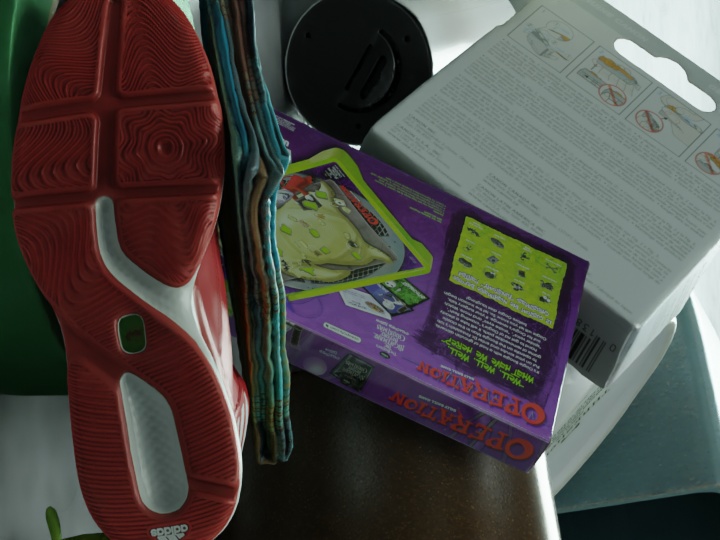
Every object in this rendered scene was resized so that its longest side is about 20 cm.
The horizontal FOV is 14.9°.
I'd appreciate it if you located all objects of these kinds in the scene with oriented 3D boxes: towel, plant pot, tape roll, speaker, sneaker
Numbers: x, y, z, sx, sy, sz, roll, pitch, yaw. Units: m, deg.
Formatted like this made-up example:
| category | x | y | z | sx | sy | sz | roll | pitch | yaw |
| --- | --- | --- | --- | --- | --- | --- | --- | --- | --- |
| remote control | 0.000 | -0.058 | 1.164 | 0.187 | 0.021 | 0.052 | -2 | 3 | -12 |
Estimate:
| category | x | y | z | sx | sy | sz | roll | pitch | yaw |
| --- | --- | --- | --- | --- | --- | --- | --- | --- | --- |
| towel | -0.044 | -0.036 | 1.060 | 0.200 | 0.022 | 0.147 | 90 | -8 | -55 |
| plant pot | 0.128 | 0.071 | 1.616 | 0.196 | 0.195 | 0.201 | 50 | 34 | -64 |
| tape roll | -0.114 | -0.052 | 1.054 | 0.200 | 0.048 | 0.202 | -1 | 90 | -74 |
| speaker | 0.027 | -0.114 | 1.466 | 0.200 | 0.081 | 0.082 | -26 | 114 | -71 |
| plant pot | 0.014 | 0.154 | 1.245 | 0.200 | 0.199 | 0.200 | 44 | 40 | -67 |
| sneaker | -0.081 | 0.002 | 1.000 | 0.116 | 0.078 | 0.201 | 112 | -24 | -86 |

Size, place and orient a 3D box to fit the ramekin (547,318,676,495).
| category | x | y | z | sx | sy | sz | roll | pitch | yaw |
| --- | --- | --- | --- | --- | --- | --- | --- | --- | --- |
| ramekin | 0.078 | 0.056 | 1.421 | 0.202 | 0.094 | 0.203 | -46 | 165 | -16 |

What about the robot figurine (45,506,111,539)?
| category | x | y | z | sx | sy | sz | roll | pitch | yaw |
| --- | --- | --- | --- | --- | --- | --- | --- | --- | --- |
| robot figurine | -0.085 | 0.179 | 1.014 | 0.176 | 0.115 | 0.201 | -98 | 171 | -46 |

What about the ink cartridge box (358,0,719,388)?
| category | x | y | z | sx | sy | sz | roll | pitch | yaw |
| --- | --- | --- | --- | --- | --- | --- | --- | --- | --- |
| ink cartridge box | 0.109 | -0.049 | 1.359 | 0.200 | 0.162 | 0.057 | -40 | 162 | -50 |

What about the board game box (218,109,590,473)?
| category | x | y | z | sx | sy | sz | roll | pitch | yaw |
| --- | --- | --- | --- | --- | --- | --- | --- | --- | --- |
| board game box | 0.000 | 0.000 | 1.207 | 0.032 | 0.199 | 0.120 | -58 | -171 | 39 |

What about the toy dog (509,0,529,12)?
| category | x | y | z | sx | sy | sz | roll | pitch | yaw |
| --- | --- | --- | --- | --- | --- | --- | --- | --- | --- |
| toy dog | 0.119 | -0.132 | 1.742 | 0.132 | 0.096 | 0.201 | 46 | 45 | -65 |
